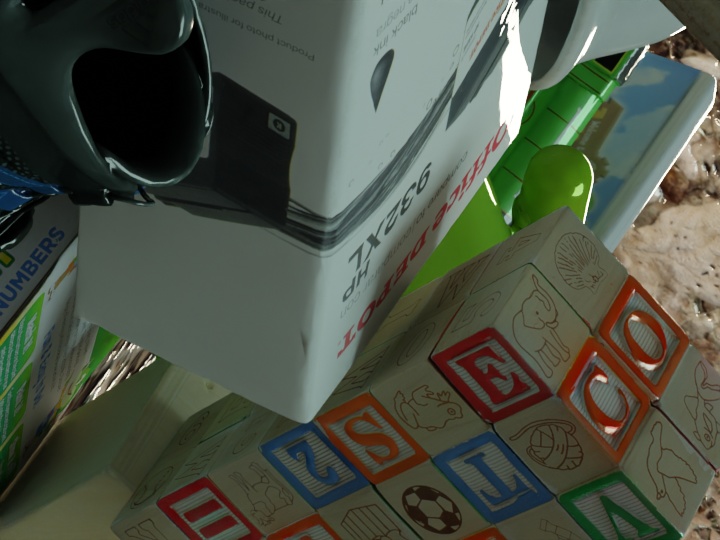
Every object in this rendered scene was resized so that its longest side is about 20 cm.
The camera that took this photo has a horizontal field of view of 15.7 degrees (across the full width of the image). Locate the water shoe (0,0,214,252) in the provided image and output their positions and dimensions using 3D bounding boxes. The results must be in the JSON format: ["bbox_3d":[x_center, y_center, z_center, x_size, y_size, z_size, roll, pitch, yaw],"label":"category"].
[{"bbox_3d":[-0.080,-0.035,0.638,0.072,0.079,0.200,-53,175,-28],"label":"water shoe"}]

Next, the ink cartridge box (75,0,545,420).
[{"bbox_3d":[-0.007,-0.079,0.729,0.145,0.084,0.200,-53,162,-38],"label":"ink cartridge box"}]

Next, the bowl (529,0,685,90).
[{"bbox_3d":[0.094,-0.161,0.851,0.201,0.090,0.202,177,-90,-78],"label":"bowl"}]

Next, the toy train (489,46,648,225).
[{"bbox_3d":[0.085,-0.090,1.090,0.200,0.056,0.042,-55,175,4],"label":"toy train"}]

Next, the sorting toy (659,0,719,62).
[{"bbox_3d":[0.072,-0.150,0.633,0.036,0.200,0.185,-47,-178,42],"label":"sorting toy"}]

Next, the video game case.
[{"bbox_3d":[0.038,-0.053,1.174,0.200,0.182,0.022,-52,154,-38],"label":"video game case"}]

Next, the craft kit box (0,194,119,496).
[{"bbox_3d":[-0.133,0.039,0.866,0.198,0.048,0.200,-51,174,-24],"label":"craft kit box"}]

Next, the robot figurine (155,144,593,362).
[{"bbox_3d":[0.000,0.000,0.984,0.175,0.201,0.116,-16,173,-22],"label":"robot figurine"}]

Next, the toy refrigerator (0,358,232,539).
[{"bbox_3d":[-0.106,0.104,0.978,0.200,0.076,0.070,-32,-158,46],"label":"toy refrigerator"}]

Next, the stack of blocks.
[{"bbox_3d":[0.026,0.073,0.825,0.200,0.115,0.059,-31,-162,46],"label":"stack of blocks"}]
